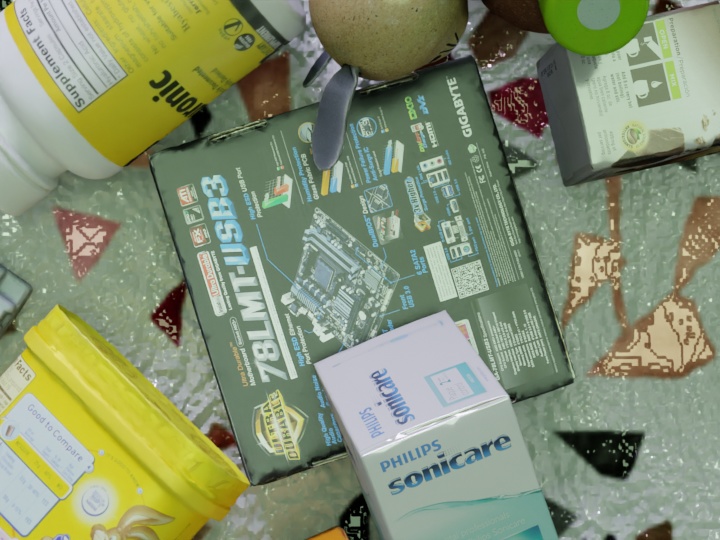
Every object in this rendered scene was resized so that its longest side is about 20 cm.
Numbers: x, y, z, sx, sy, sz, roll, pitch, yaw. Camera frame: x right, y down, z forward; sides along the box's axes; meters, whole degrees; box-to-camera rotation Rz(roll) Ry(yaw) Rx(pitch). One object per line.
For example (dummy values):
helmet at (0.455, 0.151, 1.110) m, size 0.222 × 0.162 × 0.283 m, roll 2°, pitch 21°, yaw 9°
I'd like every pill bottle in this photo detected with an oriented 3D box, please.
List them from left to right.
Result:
pill bottle at (-0.138, -0.121, 1.145) m, size 0.200 × 0.111 × 0.112 m, roll -36°, pitch 90°, yaw 8°

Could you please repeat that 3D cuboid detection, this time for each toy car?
toy car at (0.037, -0.144, 1.105) m, size 0.157 × 0.165 × 0.200 m, roll 31°, pitch 117°, yaw -23°

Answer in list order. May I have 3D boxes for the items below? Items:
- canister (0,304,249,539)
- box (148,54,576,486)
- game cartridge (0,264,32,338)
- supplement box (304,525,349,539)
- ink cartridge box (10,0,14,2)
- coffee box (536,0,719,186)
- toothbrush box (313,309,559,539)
canister at (-0.182, 0.142, 1.142) m, size 0.148 × 0.087 × 0.200 m, roll 42°, pitch 89°, yaw 16°
box at (0.000, 0.000, 1.184) m, size 0.197 × 0.050 × 0.201 m, roll -18°, pitch 90°, yaw -3°
game cartridge at (-0.297, 0.054, 1.175) m, size 0.133 × 0.042 × 0.200 m, roll 35°, pitch 87°, yaw 3°
supplement box at (0.001, 0.249, 1.136) m, size 0.073 × 0.126 × 0.201 m, roll -23°, pitch 90°, yaw -5°
ink cartridge box at (-0.183, -0.245, 1.175) m, size 0.115 × 0.068 × 0.201 m, roll -25°, pitch 89°, yaw -3°
coffee box at (0.210, -0.109, 1.167) m, size 0.199 × 0.113 × 0.080 m, roll -13°, pitch 88°, yaw -3°
toothbrush box at (0.055, 0.143, 1.105) m, size 0.085 × 0.146 × 0.201 m, roll -22°, pitch 108°, yaw -4°
